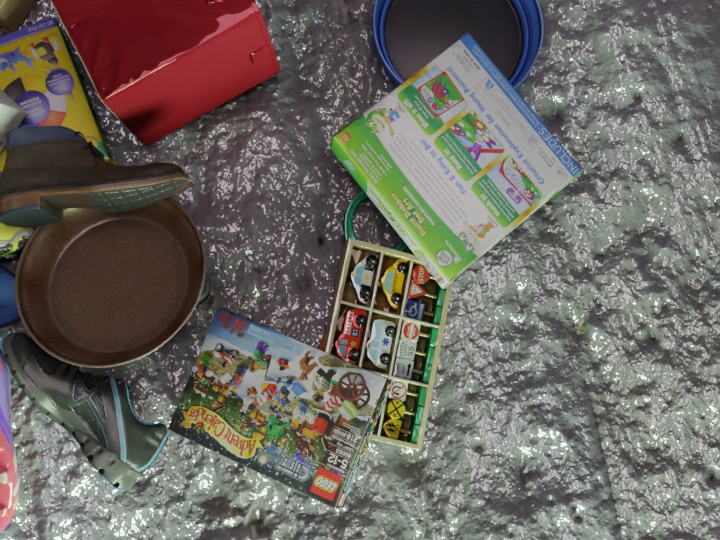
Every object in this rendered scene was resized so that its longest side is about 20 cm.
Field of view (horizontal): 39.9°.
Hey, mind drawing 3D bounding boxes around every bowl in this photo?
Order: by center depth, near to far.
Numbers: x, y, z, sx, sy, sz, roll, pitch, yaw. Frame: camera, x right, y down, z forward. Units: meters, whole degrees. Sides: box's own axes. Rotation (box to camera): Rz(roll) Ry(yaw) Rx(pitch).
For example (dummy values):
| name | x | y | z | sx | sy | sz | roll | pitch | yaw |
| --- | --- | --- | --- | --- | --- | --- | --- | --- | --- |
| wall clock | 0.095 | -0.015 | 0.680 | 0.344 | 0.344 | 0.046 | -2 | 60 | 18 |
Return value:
| name | x | y | z | sx | sy | sz | roll | pitch | yaw |
| --- | --- | --- | --- | --- | --- | --- | --- | --- | --- |
| bowl | 0.110 | -0.278 | 1.145 | 0.197 | 0.039 | 0.204 | 1 | 79 | -4 |

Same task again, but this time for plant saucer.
| name | x | y | z | sx | sy | sz | roll | pitch | yaw |
| --- | --- | --- | --- | --- | --- | --- | --- | --- | --- |
| plant saucer | -0.253 | 0.008 | 1.021 | 0.197 | 0.037 | 0.203 | -2 | 67 | 4 |

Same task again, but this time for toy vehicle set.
| name | x | y | z | sx | sy | sz | roll | pitch | yaw |
| --- | --- | --- | --- | --- | --- | --- | --- | --- | --- |
| toy vehicle set | 0.024 | 0.079 | 1.061 | 0.122 | 0.026 | 0.203 | 13 | 81 | -11 |

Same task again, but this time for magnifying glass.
| name | x | y | z | sx | sy | sz | roll | pitch | yaw |
| --- | --- | --- | --- | --- | --- | --- | --- | --- | --- |
| magnifying glass | 0.000 | 0.000 | 1.090 | 0.079 | 0.022 | 0.202 | 23 | 80 | -4 |

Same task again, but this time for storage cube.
| name | x | y | z | sx | sy | sz | roll | pitch | yaw |
| --- | --- | --- | --- | --- | --- | --- | --- | --- | --- |
| storage cube | -0.206 | -0.263 | 1.040 | 0.178 | 0.200 | 0.172 | -29 | 83 | -3 |

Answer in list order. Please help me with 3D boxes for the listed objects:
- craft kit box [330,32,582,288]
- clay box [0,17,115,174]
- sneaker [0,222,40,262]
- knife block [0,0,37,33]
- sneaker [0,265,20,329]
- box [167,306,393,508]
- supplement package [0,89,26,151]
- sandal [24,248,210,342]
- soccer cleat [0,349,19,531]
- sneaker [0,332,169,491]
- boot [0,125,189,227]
| name | x | y | z | sx | sy | sz | roll | pitch | yaw |
| --- | --- | --- | --- | --- | --- | --- | --- | --- | --- |
| craft kit box | 0.103 | -0.120 | 1.071 | 0.197 | 0.049 | 0.201 | -37 | 84 | -14 |
| clay box | -0.347 | -0.161 | 1.080 | 0.114 | 0.048 | 0.202 | -23 | 81 | -8 |
| sneaker | -0.435 | -0.053 | 1.038 | 0.197 | 0.075 | 0.078 | 7 | 78 | -5 |
| knife block | -0.349 | -0.385 | 1.115 | 0.173 | 0.064 | 0.203 | -14 | 80 | -6 |
| sneaker | -0.394 | 0.018 | 0.952 | 0.198 | 0.145 | 0.082 | 18 | 79 | -38 |
| box | -0.082 | 0.138 | 1.013 | 0.198 | 0.038 | 0.138 | 21 | 84 | 17 |
| supplement package | -0.467 | -0.187 | 1.015 | 0.200 | 0.109 | 0.114 | 41 | 98 | 13 |
| sandal | -0.257 | 0.029 | 1.057 | 0.197 | 0.043 | 0.077 | -14 | 71 | -2 |
| soccer cleat | -0.377 | 0.163 | 1.009 | 0.066 | 0.076 | 0.203 | -8 | 95 | 8 |
| sneaker | -0.285 | 0.130 | 1.021 | 0.082 | 0.073 | 0.200 | -45 | 96 | -15 |
| boot | -0.276 | -0.110 | 1.009 | 0.197 | 0.075 | 0.098 | -9 | 76 | 2 |
